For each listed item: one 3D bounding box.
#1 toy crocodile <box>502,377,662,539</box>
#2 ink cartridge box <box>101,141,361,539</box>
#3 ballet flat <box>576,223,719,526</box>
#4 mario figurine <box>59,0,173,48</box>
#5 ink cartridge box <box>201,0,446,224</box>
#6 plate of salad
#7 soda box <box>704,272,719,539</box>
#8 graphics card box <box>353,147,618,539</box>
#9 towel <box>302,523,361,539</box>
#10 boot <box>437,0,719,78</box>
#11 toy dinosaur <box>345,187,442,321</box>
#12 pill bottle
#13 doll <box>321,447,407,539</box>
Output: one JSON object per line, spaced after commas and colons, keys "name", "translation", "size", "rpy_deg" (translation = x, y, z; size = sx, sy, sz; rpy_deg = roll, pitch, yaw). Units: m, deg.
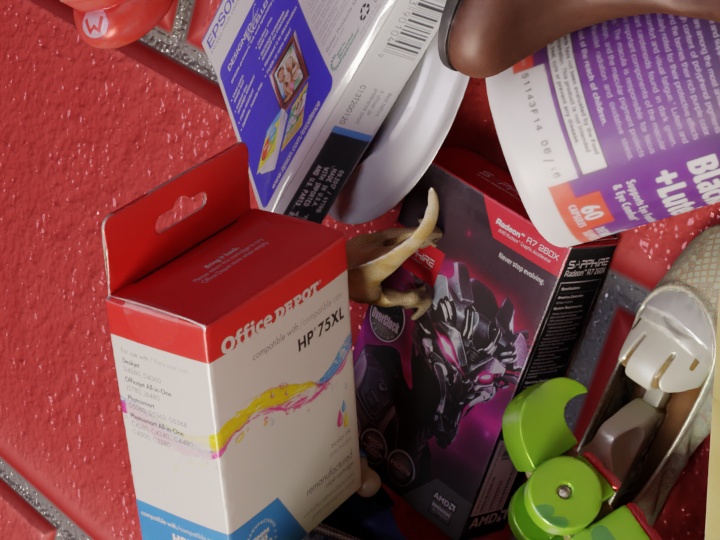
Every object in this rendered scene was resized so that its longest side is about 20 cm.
{"name": "toy crocodile", "translation": [0.130, 0.148, 0.790], "size": [0.200, 0.062, 0.068], "rpy_deg": [59, 166, 16]}
{"name": "ink cartridge box", "translation": [-0.062, 0.048, 0.804], "size": [0.067, 0.116, 0.201], "rpy_deg": [15, 123, 32]}
{"name": "ballet flat", "translation": [0.157, 0.070, 0.830], "size": [0.067, 0.062, 0.201], "rpy_deg": [34, 116, 36]}
{"name": "mario figurine", "translation": [-0.177, -0.254, 1.074], "size": [0.123, 0.106, 0.201], "rpy_deg": [166, 105, -77]}
{"name": "ink cartridge box", "translation": [-0.021, -0.159, 0.930], "size": [0.198, 0.043, 0.200], "rpy_deg": [-58, 35, 29]}
{"name": "plate of salad", "translation": [0.024, -0.123, 0.929], "size": [0.200, 0.048, 0.201], "rpy_deg": [-33, 50, 51]}
{"name": "soda box", "translation": [0.217, 0.063, 0.770], "size": [0.064, 0.068, 0.201], "rpy_deg": [7, 99, 43]}
{"name": "graphics card box", "translation": [0.061, 0.043, 0.925], "size": [0.125, 0.051, 0.201], "rpy_deg": [35, 117, 35]}
{"name": "towel", "translation": [-0.001, 0.223, 0.958], "size": [0.192, 0.035, 0.201], "rpy_deg": [12, 135, 39]}
{"name": "boot", "translation": [0.154, -0.102, 0.659], "size": [0.188, 0.069, 0.200], "rpy_deg": [-36, 59, -9]}
{"name": "toy dinosaur", "translation": [0.000, 0.000, 0.874], "size": [0.200, 0.101, 0.058], "rpy_deg": [-13, 82, 45]}
{"name": "pill bottle", "translation": [0.170, -0.090, 0.741], "size": [0.199, 0.111, 0.112], "rpy_deg": [-18, 82, 19]}
{"name": "doll", "translation": [-0.015, 0.136, 0.941], "size": [0.200, 0.048, 0.136], "rpy_deg": [54, 152, -11]}
